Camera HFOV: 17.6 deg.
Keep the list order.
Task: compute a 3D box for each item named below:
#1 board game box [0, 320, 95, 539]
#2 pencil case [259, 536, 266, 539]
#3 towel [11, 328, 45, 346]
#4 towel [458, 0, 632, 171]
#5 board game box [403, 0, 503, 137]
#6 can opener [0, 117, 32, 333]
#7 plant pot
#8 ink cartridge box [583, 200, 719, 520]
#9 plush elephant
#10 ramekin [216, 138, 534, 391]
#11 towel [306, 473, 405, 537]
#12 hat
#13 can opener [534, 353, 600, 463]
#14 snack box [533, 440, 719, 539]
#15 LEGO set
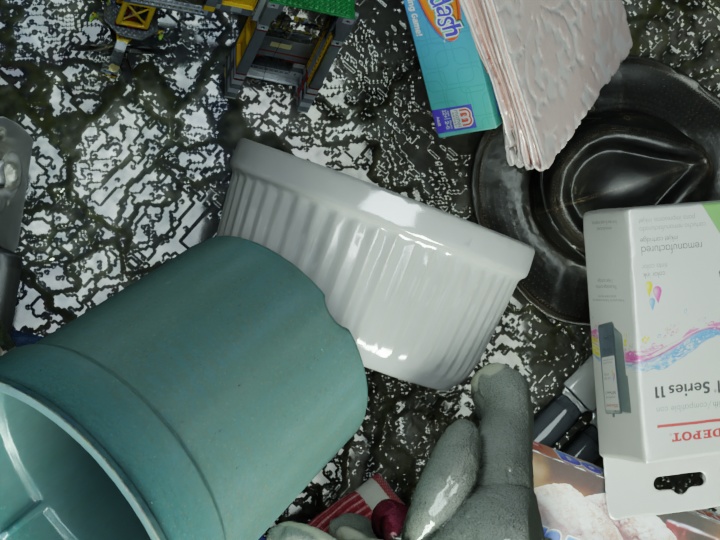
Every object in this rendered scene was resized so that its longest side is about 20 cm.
[{"bbox_3d":[-0.240,0.081,1.362,0.105,0.023,0.200,-37,110,-24],"label":"board game box"},{"bbox_3d":[-0.086,0.194,1.480,0.200,0.078,0.087,40,89,-4],"label":"pencil case"},{"bbox_3d":[-0.215,0.140,1.454,0.111,0.049,0.200,13,86,24],"label":"towel"},{"bbox_3d":[0.110,-0.186,1.470,0.032,0.200,0.191,-7,115,28],"label":"towel"},{"bbox_3d":[0.070,-0.202,1.484,0.045,0.152,0.200,-8,107,26],"label":"board game box"},{"bbox_3d":[-0.245,0.002,1.432,0.053,0.067,0.200,14,83,-47],"label":"can opener"},{"bbox_3d":[-0.111,0.091,1.332,0.200,0.200,0.196,51,53,-1],"label":"plant pot"},{"bbox_3d":[0.211,0.057,1.475,0.117,0.067,0.200,-5,92,-21],"label":"ink cartridge box"},{"bbox_3d":[0.033,0.178,1.397,0.155,0.200,0.165,-8,118,12],"label":"plush elephant"},{"bbox_3d":[0.000,0.000,1.458,0.200,0.200,0.105,20,92,-6],"label":"ramekin"},{"bbox_3d":[-0.017,0.235,1.437,0.200,0.023,0.144,-36,85,-31],"label":"towel"},{"bbox_3d":[0.178,-0.059,1.544,0.200,0.081,0.201,1,83,-9],"label":"hat"},{"bbox_3d":[0.141,0.107,1.529,0.200,0.067,0.053,-45,92,-10],"label":"can opener"},{"bbox_3d":[0.151,0.165,1.512,0.200,0.024,0.072,22,103,-21],"label":"snack box"},{"bbox_3d":[-0.091,-0.185,1.518,0.200,0.116,0.154,3,55,-22],"label":"LEGO set"}]
